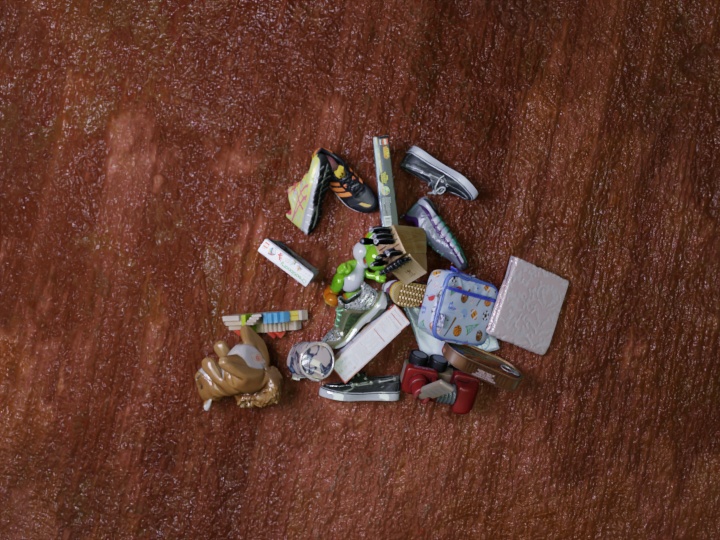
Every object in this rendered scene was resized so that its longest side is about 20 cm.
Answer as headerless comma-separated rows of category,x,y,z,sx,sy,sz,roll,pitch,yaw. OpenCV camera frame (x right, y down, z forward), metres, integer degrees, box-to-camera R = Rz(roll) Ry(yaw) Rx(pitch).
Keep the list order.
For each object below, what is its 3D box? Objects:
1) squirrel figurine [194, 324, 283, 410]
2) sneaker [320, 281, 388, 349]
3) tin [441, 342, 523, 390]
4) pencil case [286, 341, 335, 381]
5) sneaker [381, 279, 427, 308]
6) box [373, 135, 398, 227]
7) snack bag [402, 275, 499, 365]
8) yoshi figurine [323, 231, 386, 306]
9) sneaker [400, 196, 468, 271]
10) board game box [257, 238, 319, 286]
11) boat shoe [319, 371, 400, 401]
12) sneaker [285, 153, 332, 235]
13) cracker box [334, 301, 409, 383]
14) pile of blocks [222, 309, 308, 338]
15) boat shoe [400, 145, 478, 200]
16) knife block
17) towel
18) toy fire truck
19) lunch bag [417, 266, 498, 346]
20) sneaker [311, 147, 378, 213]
squirrel figurine,-0.278,0.256,1.213,0.186,0.143,0.200,-38,111,25
sneaker,-0.031,0.096,1.220,0.200,0.077,0.088,-43,110,14
tin,0.280,0.216,1.240,0.196,0.112,0.043,24,108,-4
pencil case,-0.114,0.204,1.200,0.076,0.200,0.092,6,80,-16
sneaker,0.145,0.057,1.266,0.196,0.090,0.077,16,93,-25
box,0.058,-0.194,1.241,0.039,0.137,0.205,-6,90,1
snack bag,0.220,0.135,1.306,0.196,0.021,0.193,-20,90,1
yoshi figurine,0.003,0.005,1.237,0.111,0.112,0.202,33,100,9
sneaker,0.179,-0.073,1.291,0.087,0.074,0.202,-34,85,16
board game box,-0.155,-0.019,1.200,0.125,0.200,0.035,37,91,-1
boat shoe,-0.001,0.272,1.275,0.195,0.071,0.065,2,90,-11
sneaker,-0.128,-0.181,1.232,0.089,0.078,0.203,29,124,12
cracker box,0.018,0.160,1.240,0.199,0.134,0.058,-42,92,-3
pile of blocks,-0.220,0.130,1.256,0.195,0.082,0.064,-4,90,-3
boat shoe,0.185,-0.215,1.278,0.197,0.074,0.069,35,84,-2
knife block,0.071,-0.064,1.168,0.063,0.202,0.175,-30,121,28
towel,0.397,0.086,1.271,0.197,0.032,0.195,21,87,-29
toy fire truck,0.187,0.262,1.197,0.172,0.201,0.131,13,108,-5
lunch bag,0.223,0.081,1.214,0.197,0.075,0.164,15,93,-37
sneaker,-0.038,-0.210,1.260,0.200,0.090,0.070,43,88,-1
